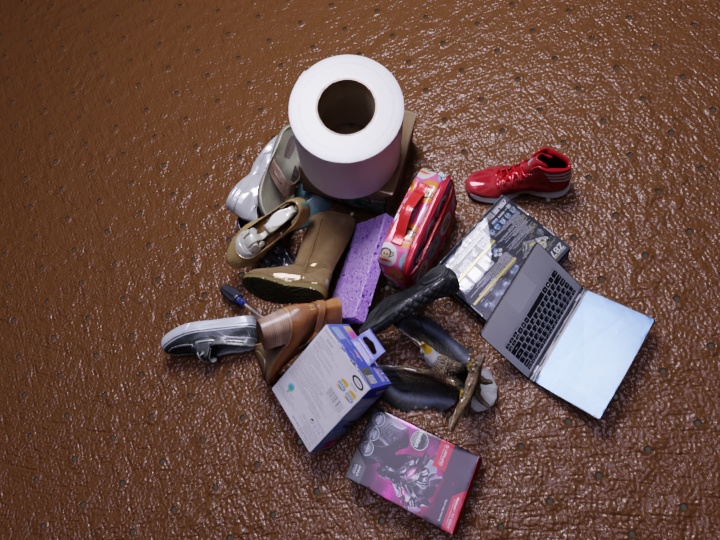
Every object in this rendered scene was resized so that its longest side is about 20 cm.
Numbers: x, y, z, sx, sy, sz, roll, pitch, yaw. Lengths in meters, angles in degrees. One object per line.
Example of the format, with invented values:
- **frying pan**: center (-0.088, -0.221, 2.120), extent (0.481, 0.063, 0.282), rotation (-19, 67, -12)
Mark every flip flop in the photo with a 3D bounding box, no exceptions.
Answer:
- **flip flop**: center (-0.145, -0.188, 1.108), extent (0.057, 0.079, 0.206), rotation (6, 79, 60)

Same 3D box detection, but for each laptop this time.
- **laptop**: center (0.333, 0.091, 0.919), extent (0.199, 0.115, 0.189), rotation (39, 78, -16)

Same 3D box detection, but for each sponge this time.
- **sponge**: center (0.000, 0.000, 1.053), extent (0.111, 0.029, 0.205), rotation (-11, 57, 59)

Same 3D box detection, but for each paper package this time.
- **paper package**: center (-0.004, -0.232, 1.120), extent (0.194, 0.104, 0.196), rotation (17, 74, 5)

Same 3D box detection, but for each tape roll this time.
- **tape roll**: center (-0.022, -0.249, 1.001), extent (0.196, 0.140, 0.209), rotation (0, 74, 1)

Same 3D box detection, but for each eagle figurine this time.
- **eagle figurine**: center (0.124, 0.163, 0.957), extent (0.149, 0.156, 0.198), rotation (-19, 16, -34)

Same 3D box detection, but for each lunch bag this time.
- **lunch bag**: center (0.102, -0.075, 1.011), extent (0.080, 0.177, 0.204), rotation (21, 75, 21)

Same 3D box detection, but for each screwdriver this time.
- **screwdriver**: center (-0.212, 0.069, 1.085), extent (0.028, 0.030, 0.197), rotation (-26, 34, -35)

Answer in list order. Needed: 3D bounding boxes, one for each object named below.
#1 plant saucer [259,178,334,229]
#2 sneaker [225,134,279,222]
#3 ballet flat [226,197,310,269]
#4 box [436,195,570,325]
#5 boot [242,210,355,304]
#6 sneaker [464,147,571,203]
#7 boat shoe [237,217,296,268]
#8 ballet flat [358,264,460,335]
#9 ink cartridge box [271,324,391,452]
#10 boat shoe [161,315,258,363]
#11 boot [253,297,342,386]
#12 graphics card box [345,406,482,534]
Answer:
- **plant saucer**: center (-0.142, -0.185, 1.194), extent (0.194, 0.036, 0.206), rotation (-5, 68, 12)
- **sneaker**: center (-0.184, -0.183, 1.155), extent (0.087, 0.075, 0.203), rotation (32, 76, 2)
- **ballet flat**: center (-0.183, -0.074, 1.065), extent (0.198, 0.063, 0.069), rotation (-37, 86, 8)
- **box**: center (0.251, -0.013, 1.021), extent (0.200, 0.049, 0.161), rotation (-46, 64, -6)
- **boot**: center (-0.112, -0.030, 1.077), extent (0.170, 0.067, 0.203), rotation (10, 49, 9)
- **sneaker**: center (0.288, -0.185, 1.041), extent (0.194, 0.116, 0.081), rotation (-5, 67, 12)
- **boat shoe**: center (-0.183, -0.043, 1.131), extent (0.069, 0.066, 0.201), rotation (-38, 65, -3)
- **ballet flat**: center (0.081, 0.064, 0.967), extent (0.197, 0.057, 0.067), rotation (-33, 23, 16)
- **ink cartridge box**: center (-0.042, 0.187, 0.961), extent (0.201, 0.076, 0.137), rotation (-50, 63, 21)
- **boat shoe**: center (-0.289, 0.139, 1.083), extent (0.194, 0.072, 0.073), rotation (-14, 62, 6)
- **boot**: center (-0.108, 0.129, 1.011), extent (0.151, 0.202, 0.075), rotation (-17, 61, -23)
- **graphics card box**: center (0.086, 0.324, 0.930), extent (0.196, 0.051, 0.128), rotation (21, 76, 21)
